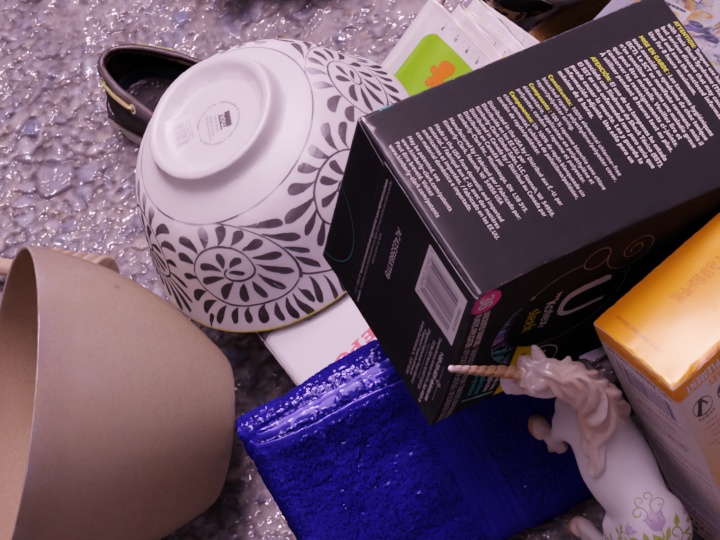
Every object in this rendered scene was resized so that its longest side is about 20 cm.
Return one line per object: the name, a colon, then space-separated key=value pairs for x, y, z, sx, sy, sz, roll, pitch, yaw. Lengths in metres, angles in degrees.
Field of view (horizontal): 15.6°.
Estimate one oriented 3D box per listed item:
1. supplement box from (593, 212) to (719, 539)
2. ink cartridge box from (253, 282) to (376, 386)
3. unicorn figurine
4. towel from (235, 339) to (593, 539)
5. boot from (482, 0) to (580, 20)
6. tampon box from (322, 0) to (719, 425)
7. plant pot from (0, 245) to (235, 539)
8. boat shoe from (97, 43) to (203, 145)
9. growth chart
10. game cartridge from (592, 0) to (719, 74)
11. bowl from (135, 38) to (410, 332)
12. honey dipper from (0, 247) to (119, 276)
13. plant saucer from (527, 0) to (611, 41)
supplement box: x=0.220 y=0.066 z=1.441 sx=0.126 sy=0.200 sz=0.073 roll=-41 pitch=47 yaw=-9
ink cartridge box: x=0.000 y=0.000 z=1.647 sx=0.145 sy=0.083 sz=0.200 roll=-42 pitch=50 yaw=3
unicorn figurine: x=0.129 y=0.100 z=1.444 sx=0.074 sy=0.137 sz=0.200 roll=-44 pitch=95 yaw=-7
towel: x=0.043 y=0.103 z=1.533 sx=0.199 sy=0.148 sz=0.050 roll=-29 pitch=5 yaw=0
boot: x=0.165 y=-0.235 z=1.731 sx=0.200 sy=0.073 sz=0.151 roll=-42 pitch=8 yaw=-14
tampon box: x=0.102 y=-0.033 z=1.451 sx=0.199 sy=0.150 sz=0.127 roll=-23 pitch=66 yaw=-21
plant pot: x=-0.152 y=0.092 z=1.607 sx=0.134 sy=0.201 sz=0.201 roll=6 pitch=49 yaw=-17
boat shoe: x=-0.100 y=-0.103 z=1.795 sx=0.200 sy=0.061 sz=0.072 roll=20 pitch=64 yaw=33
growth chart: x=0.072 y=-0.105 z=1.713 sx=0.200 sy=0.018 sz=0.145 roll=36 pitch=97 yaw=45
game cartridge: x=0.217 y=-0.136 z=1.635 sx=0.133 sy=0.042 sz=0.200 roll=24 pitch=38 yaw=16
bowl: x=-0.070 y=-0.073 z=1.617 sx=0.200 sy=0.094 sz=0.202 roll=-16 pitch=54 yaw=23
honey dipper: x=-0.255 y=-0.002 z=1.802 sx=0.199 sy=0.038 sz=0.038 roll=7 pitch=58 yaw=30
plant saucer: x=0.165 y=-0.117 z=1.712 sx=0.199 sy=0.036 sz=0.201 roll=-12 pitch=51 yaw=15
